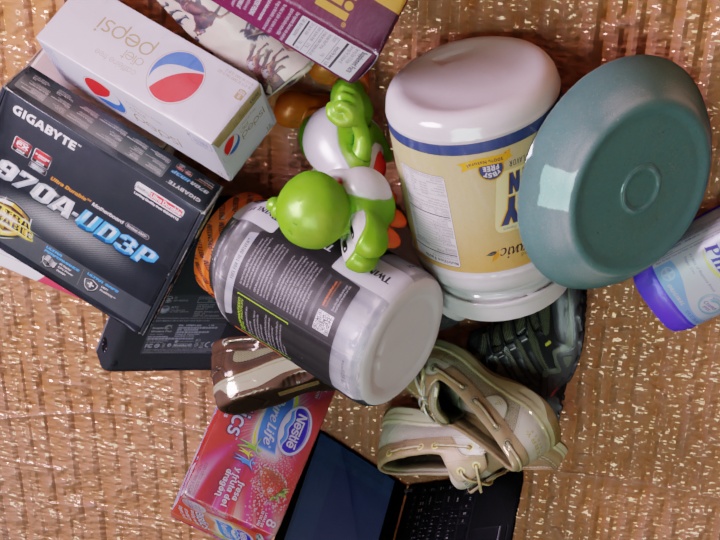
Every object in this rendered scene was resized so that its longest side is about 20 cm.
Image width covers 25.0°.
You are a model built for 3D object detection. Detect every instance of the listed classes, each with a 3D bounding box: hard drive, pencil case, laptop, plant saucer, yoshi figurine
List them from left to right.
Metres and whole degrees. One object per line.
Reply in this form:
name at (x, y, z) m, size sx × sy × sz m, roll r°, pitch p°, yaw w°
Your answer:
hard drive at (-0.151, 0.014, 1.498) m, size 0.138 × 0.033 × 0.201 m, roll 1°, pitch 134°, yaw -30°
pencil case at (-0.124, -0.226, 1.328) m, size 0.200 × 0.078 × 0.089 m, roll 43°, pitch 161°, yaw -16°
yoshi figurine at (-0.031, -0.088, 1.320) m, size 0.111 × 0.202 × 0.113 m, roll -17°, pitch 141°, yaw 4°
laptop at (0.040, 0.233, 1.562) m, size 0.198 × 0.178 × 0.104 m, roll -10°, pitch 124°, yaw 22°
plant saucer at (0.215, -0.071, 1.299) m, size 0.198 × 0.036 × 0.202 m, roll -16°, pitch 122°, yaw -27°

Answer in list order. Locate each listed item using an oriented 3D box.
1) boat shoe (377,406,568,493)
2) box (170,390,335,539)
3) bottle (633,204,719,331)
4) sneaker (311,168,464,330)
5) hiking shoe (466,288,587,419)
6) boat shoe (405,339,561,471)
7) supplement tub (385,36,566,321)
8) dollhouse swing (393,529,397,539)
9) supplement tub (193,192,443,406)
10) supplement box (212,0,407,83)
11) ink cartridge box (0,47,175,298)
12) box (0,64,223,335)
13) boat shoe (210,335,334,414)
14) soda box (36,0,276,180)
boat shoe at (0.103, 0.177, 1.541) m, size 0.198 × 0.067 × 0.074 m, roll 1°, pitch 152°, yaw 37°
box at (-0.092, 0.149, 1.510) m, size 0.095 × 0.202 × 0.100 m, roll 25°, pitch 156°, yaw -5°
bottle at (0.329, -0.022, 1.367) m, size 0.199 × 0.066 × 0.084 m, roll -29°, pitch 113°, yaw 31°
sneaker at (0.000, 0.000, 1.466) m, size 0.200 × 0.073 × 0.112 m, roll 42°, pitch 124°, yaw -18°
hiking shoe at (0.148, 0.069, 1.477) m, size 0.099 × 0.076 × 0.202 m, roll 11°, pitch 129°, yaw 2°
boat shoe at (0.093, 0.122, 1.474) m, size 0.200 × 0.063 × 0.074 m, roll 28°, pitch 144°, yaw 43°
supplement tub at (0.104, -0.074, 1.339) m, size 0.142 × 0.145 × 0.202 m, roll -2°, pitch 126°, yaw 16°
dollhouse swing at (0.035, 0.379, 1.688) m, size 0.198 × 0.182 × 0.177 m, roll 27°, pitch 108°, yaw -6°
supplement tub at (-0.039, 0.018, 1.368) m, size 0.199 × 0.122 × 0.124 m, roll 30°, pitch 134°, yaw 28°
supplement box at (-0.052, -0.255, 1.238) m, size 0.198 × 0.132 × 0.103 m, roll 29°, pitch 170°, yaw -8°
ink cartridge box at (-0.256, -0.081, 1.468) m, size 0.146 × 0.086 × 0.201 m, roll 24°, pitch 127°, yaw -3°
box at (-0.235, -0.057, 1.388) m, size 0.199 × 0.046 × 0.160 m, roll 32°, pitch 128°, yaw -2°
boat shoe at (-0.038, 0.065, 1.445) m, size 0.200 × 0.076 × 0.075 m, roll -13°, pitch 159°, yaw -6°
soda box at (-0.169, -0.158, 1.340) m, size 0.199 × 0.068 × 0.064 m, roll 32°, pitch 164°, yaw 22°
